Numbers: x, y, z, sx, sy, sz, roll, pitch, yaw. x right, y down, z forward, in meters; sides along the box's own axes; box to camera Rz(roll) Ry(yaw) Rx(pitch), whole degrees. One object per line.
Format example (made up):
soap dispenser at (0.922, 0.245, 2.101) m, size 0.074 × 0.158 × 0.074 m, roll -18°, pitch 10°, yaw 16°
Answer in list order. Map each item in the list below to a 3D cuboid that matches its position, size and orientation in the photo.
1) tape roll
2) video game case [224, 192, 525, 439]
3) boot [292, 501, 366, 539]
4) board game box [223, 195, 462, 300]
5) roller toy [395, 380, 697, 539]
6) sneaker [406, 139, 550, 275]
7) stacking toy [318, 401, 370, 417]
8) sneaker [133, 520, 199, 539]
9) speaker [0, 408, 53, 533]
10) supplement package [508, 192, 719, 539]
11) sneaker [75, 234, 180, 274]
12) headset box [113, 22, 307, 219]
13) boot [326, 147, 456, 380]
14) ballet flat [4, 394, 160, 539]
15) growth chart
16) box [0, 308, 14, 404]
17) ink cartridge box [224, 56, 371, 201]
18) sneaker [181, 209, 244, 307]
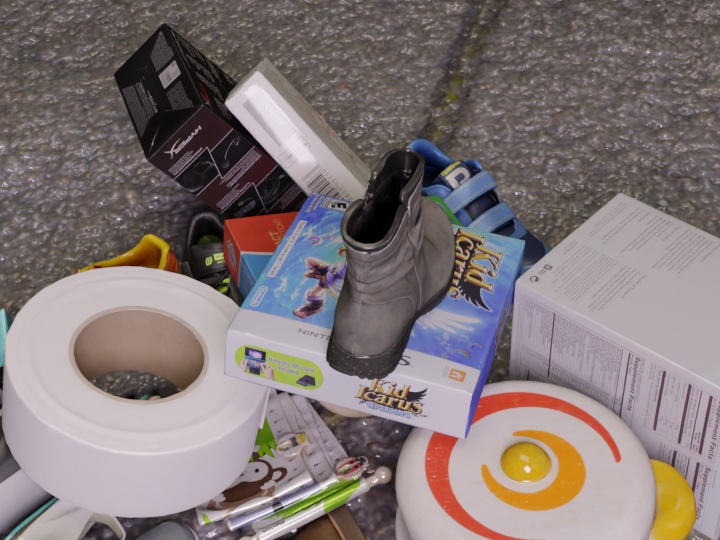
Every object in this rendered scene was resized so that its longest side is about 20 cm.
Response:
tape roll at (-0.169, 0.087, 1.053) m, size 0.200 × 0.071 × 0.204 m, roll 9°, pitch 38°, yaw -7°
video game case at (0.017, 0.025, 1.032) m, size 0.179 × 0.046 × 0.201 m, roll 14°, pitch 36°, yaw 10°
boot at (0.000, 0.252, 0.966) m, size 0.075 × 0.074 × 0.200 m, roll -30°, pitch 39°, yaw -6°
board game box at (0.000, 0.000, 1.149) m, size 0.198 × 0.041 × 0.153 m, roll -8°, pitch 33°, yaw -18°
roller toy at (0.116, 0.176, 0.979) m, size 0.199 × 0.141 × 0.182 m, roll 29°, pitch 50°, yaw 31°
sneaker at (0.100, -0.050, 1.282) m, size 0.074 × 0.083 × 0.199 m, roll -31°, pitch 50°, yaw -30°
stacking toy at (-0.005, 0.031, 1.202) m, size 0.084 × 0.086 × 0.201 m, roll -3°, pitch 37°, yaw 0°
sneaker at (-0.182, 0.221, 0.958) m, size 0.083 × 0.122 × 0.200 m, roll 17°, pitch 45°, yaw 22°
speaker at (-0.311, 0.180, 1.045) m, size 0.081 × 0.082 × 0.199 m, roll 31°, pitch 51°, yaw 33°
supplement package at (0.239, 0.070, 1.085) m, size 0.199 × 0.152 × 0.151 m, roll 29°, pitch 48°, yaw 31°
sneaker at (-0.246, 0.035, 1.204) m, size 0.200 × 0.078 × 0.073 m, roll -39°, pitch 53°, yaw -24°
headset box at (-0.124, -0.118, 1.306) m, size 0.077 × 0.200 × 0.149 m, roll -41°, pitch 44°, yaw 12°
boot at (0.031, -0.029, 0.956) m, size 0.067 × 0.132 × 0.201 m, roll 14°, pitch 37°, yaw 10°
ballet flat at (-0.196, 0.178, 1.059) m, size 0.069 × 0.070 × 0.200 m, roll 18°, pitch 41°, yaw 22°
growth chart at (-0.080, 0.147, 1.077) m, size 0.144 × 0.018 × 0.200 m, roll -28°, pitch 33°, yaw -16°
box at (-0.366, 0.092, 1.116) m, size 0.198 × 0.082 × 0.050 m, roll -16°, pitch 68°, yaw -3°
ink cartridge box at (-0.054, -0.122, 1.300) m, size 0.050 × 0.161 × 0.200 m, roll -42°, pitch 11°, yaw 5°
sneaker at (-0.124, 0.021, 1.211) m, size 0.070 × 0.083 × 0.200 m, roll -13°, pitch 42°, yaw -9°
